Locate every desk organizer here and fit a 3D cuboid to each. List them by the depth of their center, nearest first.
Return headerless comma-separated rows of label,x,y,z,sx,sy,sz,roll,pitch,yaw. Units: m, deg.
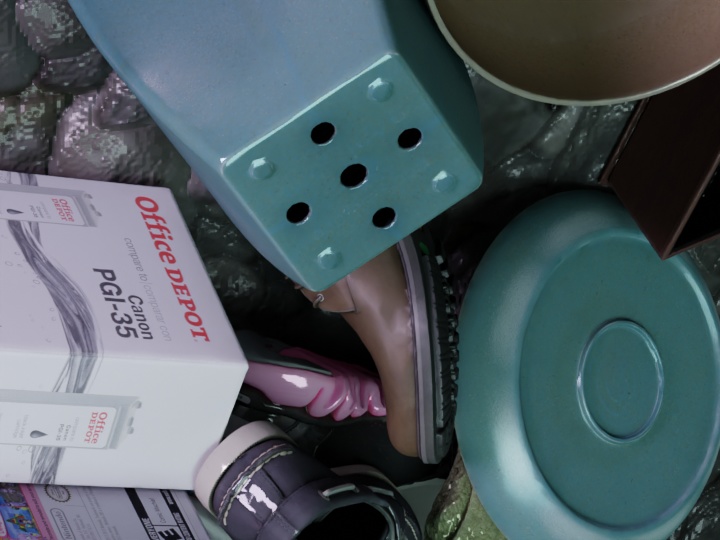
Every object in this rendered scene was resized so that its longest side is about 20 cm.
desk organizer,0.205,-0.100,1.421,0.072,0.077,0.200,10,121,-29

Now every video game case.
video game case,-0.178,0.086,1.320,0.182,0.200,0.022,5,118,-26

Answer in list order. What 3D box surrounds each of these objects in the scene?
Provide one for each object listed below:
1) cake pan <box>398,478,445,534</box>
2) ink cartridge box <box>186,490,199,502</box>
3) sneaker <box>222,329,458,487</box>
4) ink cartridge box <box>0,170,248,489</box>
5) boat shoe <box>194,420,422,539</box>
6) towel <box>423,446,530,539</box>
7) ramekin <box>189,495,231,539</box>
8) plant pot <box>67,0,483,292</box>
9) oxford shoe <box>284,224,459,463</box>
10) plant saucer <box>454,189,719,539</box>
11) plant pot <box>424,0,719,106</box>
cake pan,0.018,0.182,1.582,0.200,0.037,0.201,-11,129,-14
ink cartridge box,-0.147,0.154,1.469,0.200,0.076,0.136,-33,131,6
sneaker,-0.016,0.094,1.442,0.200,0.079,0.096,19,91,-50
ink cartridge box,-0.170,0.023,1.311,0.200,0.147,0.083,5,126,-27
boat shoe,-0.012,0.132,1.372,0.073,0.063,0.200,-49,150,1
towel,0.114,0.091,1.488,0.148,0.036,0.200,38,65,-33
ramekin,-0.138,0.206,1.400,0.202,0.094,0.203,-11,130,-14
plant pot,-0.032,-0.096,1.243,0.141,0.200,0.141,-34,131,4
oxford shoe,0.000,0.000,1.377,0.084,0.073,0.200,-14,88,9
plant saucer,0.128,0.057,1.460,0.200,0.027,0.201,3,85,-42
plant pot,0.098,-0.193,1.267,0.200,0.135,0.201,-12,129,-15
